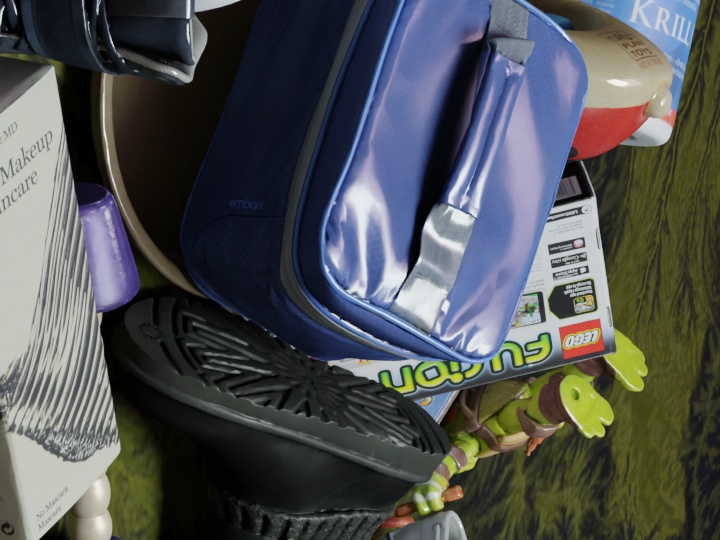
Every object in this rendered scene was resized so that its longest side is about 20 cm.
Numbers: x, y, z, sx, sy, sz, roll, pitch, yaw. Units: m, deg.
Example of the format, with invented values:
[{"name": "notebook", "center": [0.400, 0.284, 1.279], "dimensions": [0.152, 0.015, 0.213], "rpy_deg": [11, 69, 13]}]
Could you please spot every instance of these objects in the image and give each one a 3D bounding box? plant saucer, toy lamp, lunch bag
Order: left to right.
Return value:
[{"name": "toy lamp", "center": [-0.127, 0.058, 1.252], "dimensions": [0.058, 0.058, 0.201], "rpy_deg": [-39, 133, -53]}, {"name": "plant saucer", "center": [-0.063, -0.085, 1.314], "dimensions": [0.200, 0.029, 0.201], "rpy_deg": [-10, 103, -50]}, {"name": "lunch bag", "center": [0.022, -0.058, 1.282], "dimensions": [0.136, 0.132, 0.201], "rpy_deg": [29, 73, -38]}]

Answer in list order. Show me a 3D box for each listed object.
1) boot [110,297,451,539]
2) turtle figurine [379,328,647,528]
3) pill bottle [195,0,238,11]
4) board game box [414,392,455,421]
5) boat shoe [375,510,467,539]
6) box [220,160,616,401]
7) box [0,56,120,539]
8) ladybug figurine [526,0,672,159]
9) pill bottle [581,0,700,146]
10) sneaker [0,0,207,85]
[{"name": "boot", "center": [-0.069, 0.115, 1.369], "dimensions": [0.211, 0.080, 0.158], "rpy_deg": [26, 111, -32]}, {"name": "turtle figurine", "center": [0.098, 0.085, 1.646], "dimensions": [0.200, 0.161, 0.065], "rpy_deg": [-27, 88, -46]}, {"name": "pill bottle", "center": [-0.090, -0.218, 1.163], "dimensions": [0.109, 0.108, 0.201], "rpy_deg": [-59, 147, -36]}, {"name": "board game box", "center": [0.037, 0.067, 1.541], "dimensions": [0.200, 0.034, 0.136], "rpy_deg": [-55, 175, -42]}, {"name": "boat shoe", "center": [0.056, 0.213, 1.533], "dimensions": [0.074, 0.065, 0.200], "rpy_deg": [49, 13, -45]}, {"name": "box", "center": [0.029, 0.016, 1.410], "dimensions": [0.035, 0.199, 0.110], "rpy_deg": [-104, -178, -50]}, {"name": "box", "center": [-0.162, 0.012, 1.150], "dimensions": [0.082, 0.068, 0.201], "rpy_deg": [-49, 141, -46]}, {"name": "ladybug figurine", "center": [0.074, -0.112, 1.441], "dimensions": [0.136, 0.199, 0.072], "rpy_deg": [-15, 124, -54]}, {"name": "pill bottle", "center": [0.158, -0.185, 1.674], "dimensions": [0.112, 0.112, 0.201], "rpy_deg": [18, 83, -64]}, {"name": "sneaker", "center": [-0.145, -0.112, 1.055], "dimensions": [0.202, 0.146, 0.077], "rpy_deg": [-24, 123, -57]}]
